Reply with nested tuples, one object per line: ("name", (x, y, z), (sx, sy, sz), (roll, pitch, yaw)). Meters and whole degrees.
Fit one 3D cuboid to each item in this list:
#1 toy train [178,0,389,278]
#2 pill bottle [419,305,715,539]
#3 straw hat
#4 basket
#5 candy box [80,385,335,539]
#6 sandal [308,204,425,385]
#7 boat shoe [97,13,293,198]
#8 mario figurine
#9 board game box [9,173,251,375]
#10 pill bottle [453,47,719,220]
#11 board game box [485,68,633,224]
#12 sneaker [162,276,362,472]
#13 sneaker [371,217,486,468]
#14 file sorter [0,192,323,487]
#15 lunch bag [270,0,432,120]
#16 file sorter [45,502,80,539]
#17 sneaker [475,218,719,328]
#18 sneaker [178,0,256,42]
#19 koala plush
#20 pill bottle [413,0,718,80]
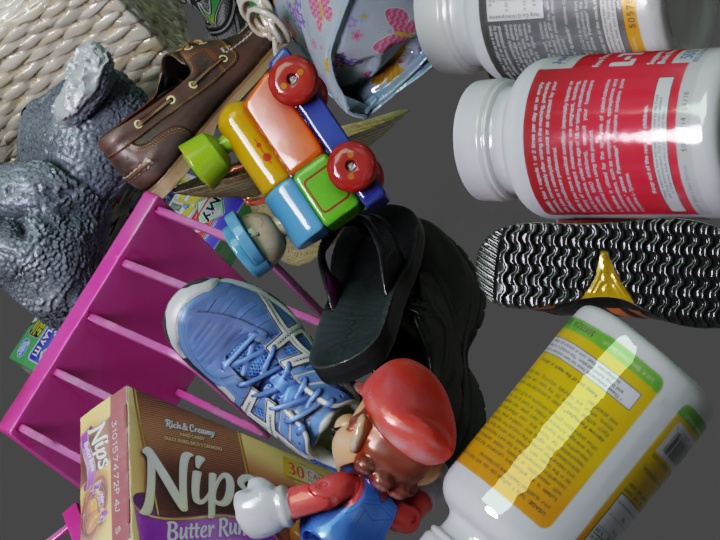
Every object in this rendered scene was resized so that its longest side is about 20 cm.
("toy train", (-0.077, -0.103, 1.393), (0.115, 0.085, 0.201), (-35, 84, 1))
("pill bottle", (0.122, 0.131, 1.292), (0.200, 0.111, 0.111), (-50, 47, -5))
("straw hat", (-0.040, -0.051, 1.533), (0.200, 0.201, 0.086), (-15, 98, 25))
("basket", (-0.267, -0.207, 1.722), (0.199, 0.198, 0.162), (-29, 51, 14))
("candy box", (-0.092, 0.166, 1.350), (0.056, 0.199, 0.117), (-33, 45, 32))
("sandal", (0.001, 0.000, 1.397), (0.075, 0.048, 0.201), (-24, 26, 19))
("boat shoe", (-0.125, -0.141, 1.570), (0.070, 0.070, 0.200), (-34, 16, 52))
("mario figurine", (-0.011, 0.147, 1.314), (0.105, 0.123, 0.201), (27, 84, 14))
("board game box", (-0.179, 0.013, 1.631), (0.134, 0.029, 0.201), (21, 74, 42))
("pill bottle", (0.168, -0.090, 1.382), (0.199, 0.112, 0.113), (1, 61, 32))
("board game box", (0.166, -0.104, 1.483), (0.103, 0.019, 0.201), (-32, 48, 13))
("sneaker", (-0.046, 0.073, 1.377), (0.076, 0.200, 0.077), (-54, 24, -1))
("sneaker", (0.040, 0.038, 1.425), (0.076, 0.091, 0.201), (-24, 49, 21))
("file sorter", (-0.130, 0.077, 1.473), (0.125, 0.139, 0.201), (21, 74, 37))
("lunch bag", (0.006, -0.244, 1.608), (0.170, 0.126, 0.201), (56, 131, 48))
("file sorter", (-0.167, 0.289, 1.364), (0.125, 0.139, 0.201), (-38, 47, 8))
("sneaker", (0.180, -0.001, 1.372), (0.198, 0.090, 0.071), (4, 91, 10))
("sneaker", (-0.124, -0.239, 1.652), (0.085, 0.201, 0.078), (-18, 57, -9))
("koala plush", (-0.231, -0.074, 1.600), (0.183, 0.177, 0.200), (35, 82, 32))
("pill bottle", (0.145, -0.192, 1.464), (0.199, 0.116, 0.117), (1, 61, 33))
